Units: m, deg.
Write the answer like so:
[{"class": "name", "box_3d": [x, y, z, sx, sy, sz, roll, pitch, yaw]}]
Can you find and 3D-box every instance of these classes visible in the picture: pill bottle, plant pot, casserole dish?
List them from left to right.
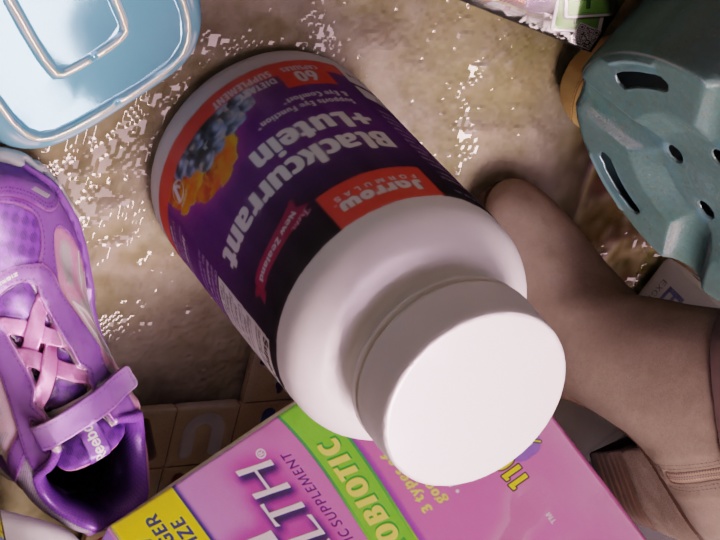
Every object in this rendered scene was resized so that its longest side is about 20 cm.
[{"class": "casserole dish", "box_3d": [-0.130, -0.126, 1.054, 0.121, 0.039, 0.200, -33, 132, -9]}, {"class": "pill bottle", "box_3d": [0.000, 0.000, 1.112, 0.111, 0.200, 0.112, -17, 128, -22]}, {"class": "plant pot", "box_3d": [0.210, -0.091, 1.148, 0.196, 0.200, 0.200, -43, 136, -21]}]

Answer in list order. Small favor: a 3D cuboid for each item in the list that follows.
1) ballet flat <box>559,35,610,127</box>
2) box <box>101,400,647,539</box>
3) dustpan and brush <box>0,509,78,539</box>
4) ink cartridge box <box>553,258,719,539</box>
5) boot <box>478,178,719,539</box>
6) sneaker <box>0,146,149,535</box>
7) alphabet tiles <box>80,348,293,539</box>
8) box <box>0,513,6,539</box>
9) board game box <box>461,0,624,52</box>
[{"class": "ballet flat", "box_3d": [0.176, -0.055, 1.278, 0.200, 0.063, 0.069, 15, 113, -39]}, {"class": "box", "box_3d": [0.011, 0.143, 1.194, 0.200, 0.176, 0.097, -33, 169, -21]}, {"class": "dustpan and brush", "box_3d": [-0.149, 0.131, 1.118, 0.139, 0.200, 0.057, 21, 69, -40]}, {"class": "ink cartridge box", "box_3d": [0.152, 0.126, 1.297, 0.041, 0.200, 0.200, 28, 104, -44]}, {"class": "boot", "box_3d": [0.144, 0.039, 1.216, 0.070, 0.146, 0.200, -34, 102, -35]}, {"class": "sneaker", "box_3d": [-0.133, 0.037, 1.127, 0.080, 0.088, 0.200, -27, 135, -12]}, {"class": "alphabet tiles", "box_3d": [-0.039, 0.102, 1.293, 0.200, 0.008, 0.167, -3, 123, -31]}, {"class": "box", "box_3d": [-0.245, 0.106, 1.004, 0.193, 0.200, 0.122, -38, 136, 20]}, {"class": "board game box", "box_3d": [0.033, -0.165, 1.082, 0.200, 0.023, 0.105, 19, 122, -19]}]
